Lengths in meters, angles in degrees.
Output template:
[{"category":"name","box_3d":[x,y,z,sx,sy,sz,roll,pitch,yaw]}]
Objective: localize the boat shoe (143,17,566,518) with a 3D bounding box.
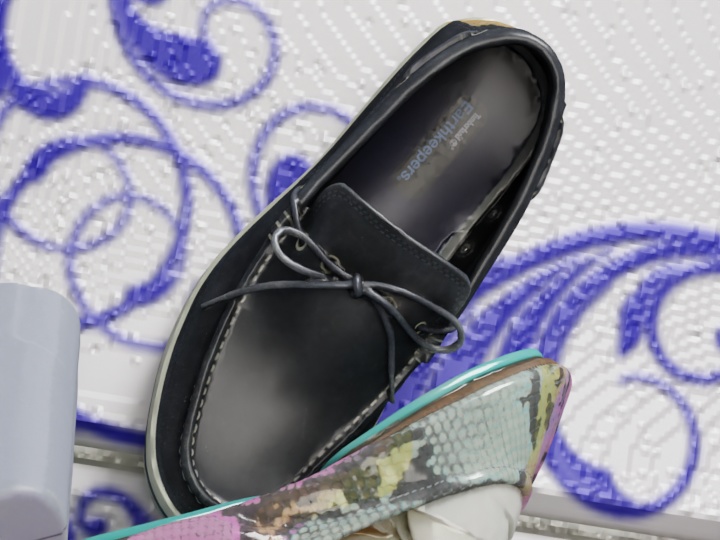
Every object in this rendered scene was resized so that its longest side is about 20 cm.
[{"category":"boat shoe","box_3d":[0.000,0.000,0.838,0.075,0.062,0.200,38,78,-8]}]

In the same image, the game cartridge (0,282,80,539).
[{"category":"game cartridge","box_3d":[-0.180,0.050,0.741,0.200,0.133,0.042,-2,114,-3]}]

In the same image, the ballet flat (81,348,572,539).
[{"category":"ballet flat","box_3d":[-0.008,0.089,0.792,0.200,0.069,0.071,-21,61,-26]}]
